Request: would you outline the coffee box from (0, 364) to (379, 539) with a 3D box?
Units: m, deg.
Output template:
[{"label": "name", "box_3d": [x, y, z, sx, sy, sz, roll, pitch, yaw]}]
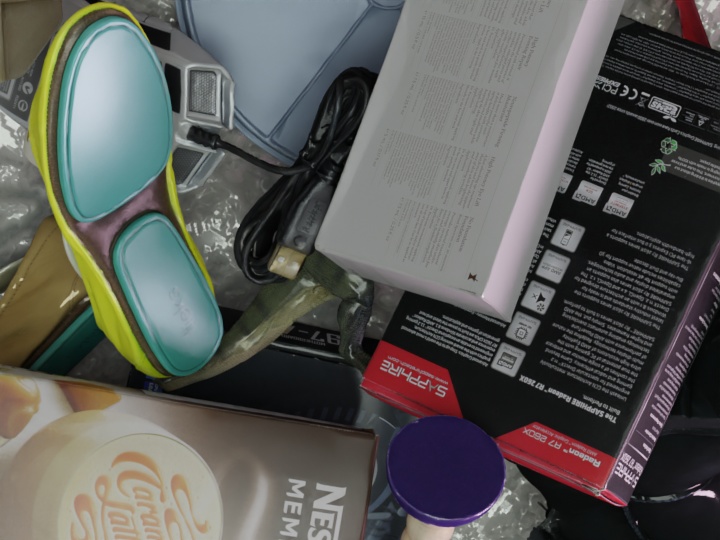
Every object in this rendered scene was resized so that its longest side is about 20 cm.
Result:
[{"label": "coffee box", "box_3d": [-0.100, 0.109, 1.008, 0.200, 0.080, 0.114, 9, 86, -5]}]

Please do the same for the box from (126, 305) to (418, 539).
[{"label": "box", "box_3d": [-0.049, 0.124, 1.111, 0.160, 0.044, 0.200, 13, 104, -6]}]

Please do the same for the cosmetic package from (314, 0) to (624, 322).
[{"label": "cosmetic package", "box_3d": [0.057, -0.085, 0.975, 0.082, 0.051, 0.200, 17, 81, 25]}]

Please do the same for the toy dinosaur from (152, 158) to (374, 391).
[{"label": "toy dinosaur", "box_3d": [0.000, 0.000, 1.047, 0.088, 0.047, 0.200, 39, 94, -4]}]

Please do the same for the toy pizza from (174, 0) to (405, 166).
[{"label": "toy pizza", "box_3d": [0.013, -0.137, 1.050, 0.200, 0.032, 0.200, -1, 107, -4]}]

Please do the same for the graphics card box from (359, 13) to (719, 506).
[{"label": "graphics card box", "box_3d": [0.100, -0.011, 0.992, 0.125, 0.051, 0.200, 23, 84, 25]}]

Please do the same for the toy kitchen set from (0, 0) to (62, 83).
[{"label": "toy kitchen set", "box_3d": [-0.101, -0.173, 0.989, 0.180, 0.200, 0.163, -10, 106, -38]}]

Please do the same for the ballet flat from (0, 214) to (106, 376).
[{"label": "ballet flat", "box_3d": [-0.187, 0.057, 1.085, 0.063, 0.069, 0.200, 44, 97, 15]}]

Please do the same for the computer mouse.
[{"label": "computer mouse", "box_3d": [-0.088, -0.078, 1.028, 0.200, 0.044, 0.110, 29, 113, 18]}]

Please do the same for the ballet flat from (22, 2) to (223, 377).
[{"label": "ballet flat", "box_3d": [-0.113, -0.035, 0.977, 0.067, 0.067, 0.200, -37, 136, -26]}]

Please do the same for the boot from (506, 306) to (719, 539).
[{"label": "boot", "box_3d": [0.166, 0.095, 1.056, 0.198, 0.073, 0.163, -14, 135, 19]}]

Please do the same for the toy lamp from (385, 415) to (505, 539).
[{"label": "toy lamp", "box_3d": [0.025, 0.140, 1.017, 0.058, 0.058, 0.200, 5, 146, -5]}]

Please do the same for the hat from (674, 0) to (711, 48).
[{"label": "hat", "box_3d": [0.217, -0.049, 1.093, 0.165, 0.176, 0.200, -6, 145, 0]}]
